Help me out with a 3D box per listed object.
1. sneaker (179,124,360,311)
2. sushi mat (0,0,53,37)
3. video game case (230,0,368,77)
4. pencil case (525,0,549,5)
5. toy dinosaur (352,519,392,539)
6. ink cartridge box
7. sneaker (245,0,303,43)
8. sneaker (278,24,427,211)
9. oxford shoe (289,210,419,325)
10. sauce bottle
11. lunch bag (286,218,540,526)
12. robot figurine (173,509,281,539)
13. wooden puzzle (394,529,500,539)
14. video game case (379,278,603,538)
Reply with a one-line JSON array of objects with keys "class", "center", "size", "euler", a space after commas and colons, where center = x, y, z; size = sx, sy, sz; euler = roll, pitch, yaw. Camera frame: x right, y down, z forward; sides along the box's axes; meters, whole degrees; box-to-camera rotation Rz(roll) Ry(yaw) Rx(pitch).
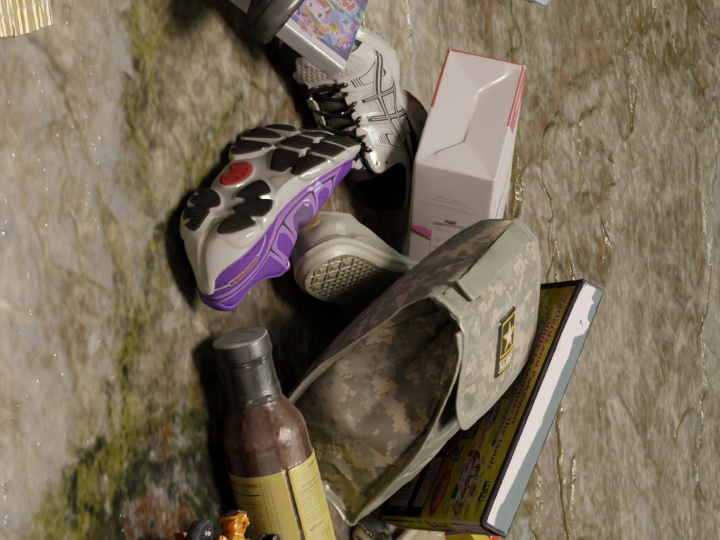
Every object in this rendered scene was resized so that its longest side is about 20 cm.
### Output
[{"class": "sneaker", "center": [-0.068, -0.040, 1.775], "size": [0.200, 0.080, 0.084], "euler": [-45, 142, -47]}, {"class": "sushi mat", "center": [-0.229, -0.242, 1.530], "size": [0.096, 0.012, 0.201], "euler": [-18, 103, -64]}, {"class": "video game case", "center": [-0.044, -0.255, 1.821], "size": [0.143, 0.018, 0.201], "euler": [36, 50, -23]}, {"class": "pencil case", "center": [0.119, -0.281, 2.134], "size": [0.200, 0.083, 0.091], "euler": [2, 65, -64]}, {"class": "toy dinosaur", "center": [0.014, 0.293, 1.897], "size": [0.088, 0.047, 0.202], "euler": [-15, 103, -69]}, {"class": "ink cartridge box", "center": [0.080, -0.063, 1.967], "size": [0.200, 0.067, 0.117], "euler": [94, 11, -56]}, {"class": "sneaker", "center": [-0.075, -0.251, 1.741], "size": [0.115, 0.076, 0.201], "euler": [31, 46, -13]}, {"class": "sneaker", "center": [-0.002, -0.114, 1.887], "size": [0.200, 0.075, 0.088], "euler": [45, 47, -51]}, {"class": "oxford shoe", "center": [0.000, 0.000, 1.892], "size": [0.058, 0.075, 0.200], "euler": [57, 13, 28]}, {"class": "sauce bottle", "center": [-0.060, 0.138, 1.749], "size": [0.065, 0.064, 0.201], "euler": [-39, 121, -58]}, {"class": "lunch bag", "center": [0.048, 0.062, 1.808], "size": [0.118, 0.200, 0.164], "euler": [43, 32, 4]}, {"class": "robot figurine", "center": [-0.097, 0.260, 1.669], "size": [0.145, 0.058, 0.201], "euler": [23, 67, -60]}, {"class": "wooden puzzle", "center": [0.087, 0.278, 2.036], "size": [0.185, 0.046, 0.201], "euler": [-37, 119, -59]}, {"class": "video game case", "center": [0.098, 0.105, 1.903], "size": [0.025, 0.181, 0.201], "euler": [28, 76, -20]}]
